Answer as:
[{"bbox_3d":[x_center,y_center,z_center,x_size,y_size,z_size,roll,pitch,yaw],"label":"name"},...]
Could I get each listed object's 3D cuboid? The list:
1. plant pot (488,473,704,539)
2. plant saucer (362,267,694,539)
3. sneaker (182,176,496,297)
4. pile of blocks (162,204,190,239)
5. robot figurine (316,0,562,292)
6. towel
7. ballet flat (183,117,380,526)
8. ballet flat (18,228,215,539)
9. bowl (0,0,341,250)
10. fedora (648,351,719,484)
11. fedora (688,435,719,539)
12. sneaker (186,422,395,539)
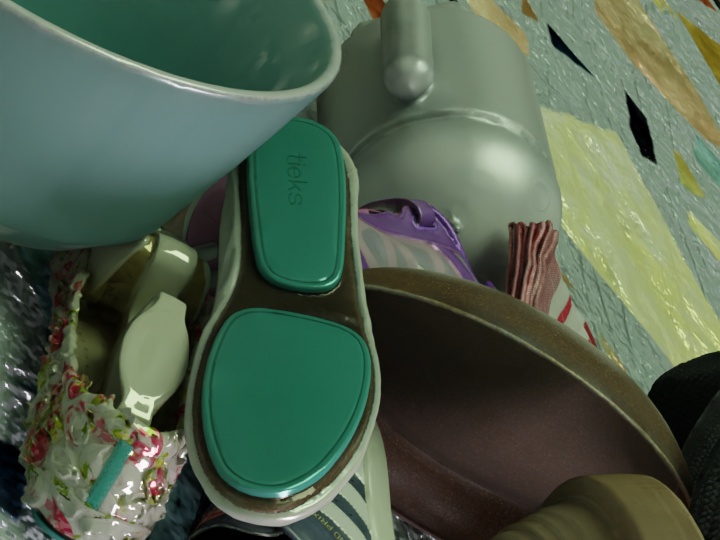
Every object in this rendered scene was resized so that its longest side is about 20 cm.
[{"bbox_3d":[0.064,0.177,0.957,0.093,0.201,0.201,0,46,-16],"label":"plant pot"},{"bbox_3d":[0.051,0.061,1.045,0.200,0.200,0.032,45,59,-24],"label":"plant saucer"},{"bbox_3d":[0.000,0.000,1.128,0.200,0.080,0.089,42,57,-42],"label":"sneaker"},{"bbox_3d":[-0.090,-0.099,1.142,0.200,0.062,0.082,57,21,3],"label":"pile of blocks"},{"bbox_3d":[0.038,-0.053,1.279,0.200,0.113,0.170,-97,170,-52],"label":"robot figurine"},{"bbox_3d":[0.105,0.091,1.213,0.144,0.023,0.200,-82,155,-43],"label":"towel"},{"bbox_3d":[-0.029,0.029,0.942,0.069,0.069,0.200,42,32,-32],"label":"ballet flat"},{"bbox_3d":[-0.081,0.026,0.956,0.076,0.064,0.200,24,30,-17],"label":"ballet flat"},{"bbox_3d":[-0.118,-0.081,0.944,0.201,0.105,0.201,25,24,-12],"label":"bowl"},{"bbox_3d":[0.218,0.101,1.419,0.201,0.201,0.092,34,0,-44],"label":"fedora"},{"bbox_3d":[0.196,0.142,0.990,0.201,0.200,0.092,58,-22,8],"label":"fedora"},{"bbox_3d":[-0.036,0.091,0.958,0.084,0.075,0.200,27,30,-40],"label":"sneaker"}]
